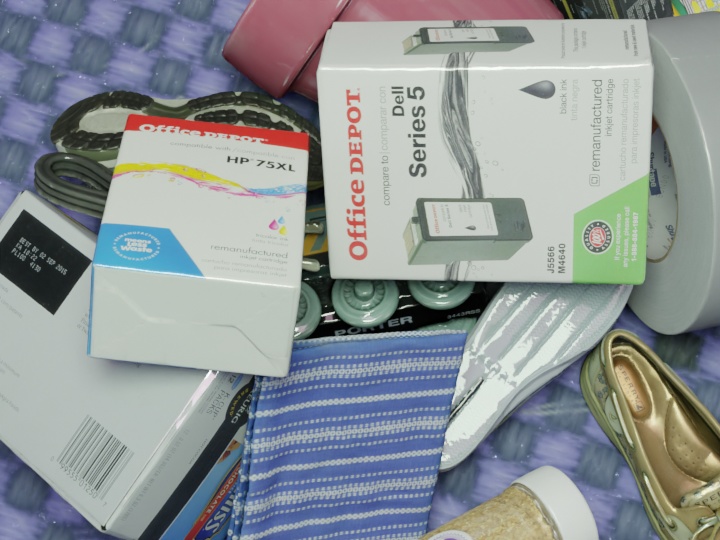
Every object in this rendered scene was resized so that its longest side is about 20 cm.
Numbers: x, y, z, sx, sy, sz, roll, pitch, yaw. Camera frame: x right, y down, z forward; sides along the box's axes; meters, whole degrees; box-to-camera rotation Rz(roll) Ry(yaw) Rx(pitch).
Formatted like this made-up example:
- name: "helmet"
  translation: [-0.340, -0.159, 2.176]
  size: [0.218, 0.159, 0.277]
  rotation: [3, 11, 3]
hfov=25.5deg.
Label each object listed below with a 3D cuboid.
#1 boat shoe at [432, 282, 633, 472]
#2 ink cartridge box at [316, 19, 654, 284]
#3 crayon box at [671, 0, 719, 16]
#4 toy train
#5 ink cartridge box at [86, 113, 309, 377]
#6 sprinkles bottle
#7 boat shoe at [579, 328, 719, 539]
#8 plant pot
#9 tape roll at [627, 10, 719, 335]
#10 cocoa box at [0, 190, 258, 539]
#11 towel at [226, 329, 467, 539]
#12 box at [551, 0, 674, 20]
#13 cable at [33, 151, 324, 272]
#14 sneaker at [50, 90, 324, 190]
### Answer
- name: "boat shoe"
  translation: [0.101, 0.052, 1.062]
  size: [0.200, 0.062, 0.072]
  rotation: [-43, 86, -2]
- name: "ink cartridge box"
  translation: [0.077, -0.073, 0.982]
  size: [0.198, 0.084, 0.147]
  rotation: [0, 118, 7]
- name: "crayon box"
  translation: [0.303, -0.187, 1.142]
  size: [0.199, 0.058, 0.173]
  rotation: [-30, 76, -7]
- name: "toy train"
  translation: [0.000, 0.000, 1.088]
  size: [0.198, 0.085, 0.115]
  rotation: [-12, 61, 1]
- name: "ink cartridge box"
  translation: [-0.091, -0.030, 0.944]
  size: [0.115, 0.068, 0.201]
  rotation: [6, 36, -5]
- name: "sprinkles bottle"
  translation: [0.054, 0.197, 1.007]
  size: [0.199, 0.068, 0.069]
  rotation: [-26, 74, -21]
- name: "boat shoe"
  translation: [0.213, 0.129, 1.048]
  size: [0.073, 0.063, 0.201]
  rotation: [-35, 76, -9]
- name: "plant pot"
  translation: [0.031, -0.174, 1.088]
  size: [0.178, 0.200, 0.201]
  rotation: [36, 77, -6]
- name: "tape roll"
  translation: [0.211, -0.063, 1.031]
  size: [0.065, 0.200, 0.202]
  rotation: [-10, 73, -13]
- name: "cocoa box"
  translation: [-0.154, 0.068, 1.007]
  size: [0.199, 0.131, 0.134]
  rotation: [34, 87, 29]
- name: "towel"
  translation: [-0.011, 0.132, 0.987]
  size: [0.144, 0.202, 0.024]
  rotation: [-4, 27, -28]
- name: "box"
  translation: [0.118, -0.253, 1.066]
  size: [0.049, 0.201, 0.161]
  rotation: [-42, 46, -11]
- name: "cable"
  translation: [-0.125, -0.023, 1.034]
  size: [0.198, 0.051, 0.097]
  rotation: [10, 39, 9]
- name: "sneaker"
  translation: [-0.112, -0.071, 1.108]
  size: [0.198, 0.089, 0.077]
  rotation: [7, 49, 13]
